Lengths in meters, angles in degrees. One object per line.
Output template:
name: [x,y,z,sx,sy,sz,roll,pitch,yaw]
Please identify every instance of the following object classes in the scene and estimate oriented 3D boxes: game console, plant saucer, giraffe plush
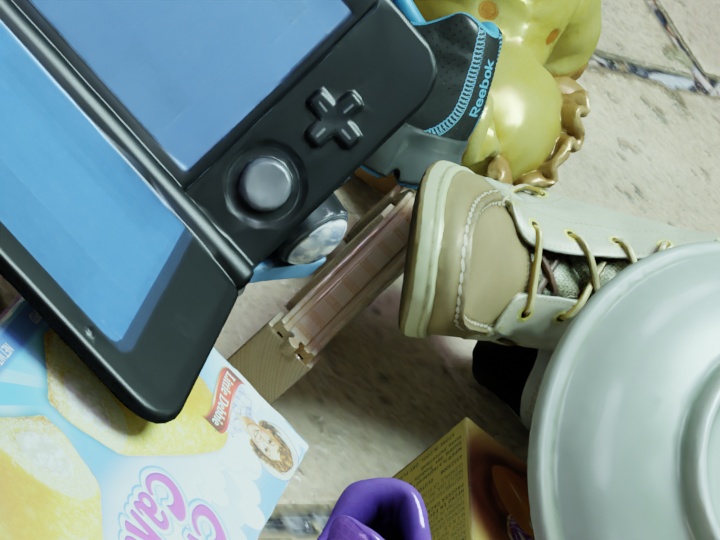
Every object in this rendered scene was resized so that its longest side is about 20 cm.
game console: [-0.081,-0.081,0.929,0.200,0.176,0.116,48,-8,-13]
plant saucer: [0.160,0.084,1.069,0.199,0.050,0.202,6,76,-27]
giraffe plush: [0.053,-0.092,1.306,0.172,0.199,0.163,31,59,-39]

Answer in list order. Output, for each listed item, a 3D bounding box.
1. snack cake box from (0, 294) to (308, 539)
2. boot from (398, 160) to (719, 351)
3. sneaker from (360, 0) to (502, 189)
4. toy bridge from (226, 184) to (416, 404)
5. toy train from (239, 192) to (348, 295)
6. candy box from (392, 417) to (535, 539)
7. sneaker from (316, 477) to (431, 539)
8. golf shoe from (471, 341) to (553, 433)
snack cake box: [-0.099,0.079,0.894,0.115,0.067,0.200,44,25,-7]
boot: [0.102,0.006,1.133,0.154,0.073,0.200,13,3,14]
sneaker: [-0.022,-0.112,1.223,0.199,0.082,0.073,32,13,24]
toy bridge: [0.000,0.000,1.165,0.027,0.067,0.200,47,24,-2]
toy train: [-0.085,-0.070,1.073,0.200,0.114,0.087,55,29,15]
candy box: [0.067,0.163,1.055,0.116,0.056,0.201,38,29,-24]
sneaker: [-0.011,0.132,0.919,0.080,0.084,0.200,7,24,2]
golf shoe: [0.119,0.074,1.205,0.094,0.078,0.200,9,10,-30]
